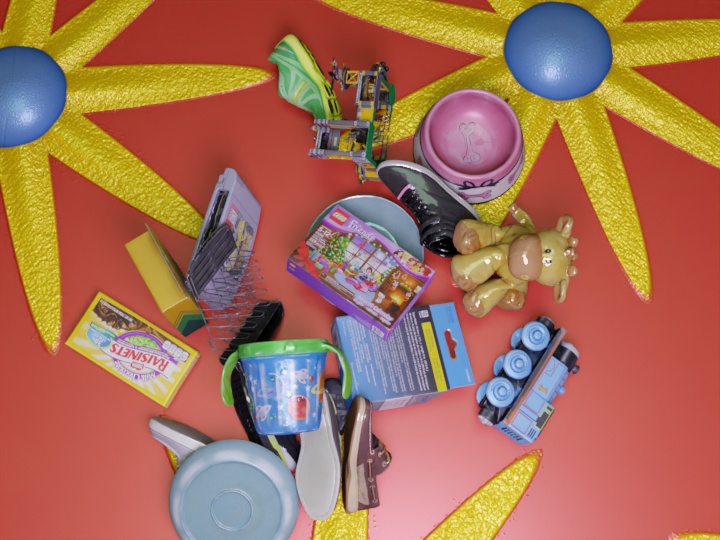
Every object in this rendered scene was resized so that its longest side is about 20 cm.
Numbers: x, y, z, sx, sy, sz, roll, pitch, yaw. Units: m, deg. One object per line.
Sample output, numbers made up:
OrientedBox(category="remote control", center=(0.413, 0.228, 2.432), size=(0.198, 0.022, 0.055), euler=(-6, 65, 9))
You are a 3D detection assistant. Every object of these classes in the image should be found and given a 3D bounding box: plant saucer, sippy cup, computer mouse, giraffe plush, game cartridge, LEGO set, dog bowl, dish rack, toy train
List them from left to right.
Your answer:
OrientedBox(category="game cartridge", center=(-0.216, -0.046, 1.443), size=(0.040, 0.133, 0.203), euler=(11, 72, 15))
OrientedBox(category="plant saucer", center=(-0.190, 0.353, 1.333), size=(0.197, 0.027, 0.204), euler=(0, 101, -1))
OrientedBox(category="dish rack", center=(-0.194, 0.038, 1.375), size=(0.054, 0.202, 0.154), euler=(1, 36, 24))
OrientedBox(category="sippy cup", center=(-0.108, 0.169, 1.298), size=(0.138, 0.177, 0.133), euler=(2, 82, -38))
OrientedBox(category="computer mouse", center=(-0.047, 0.271, 1.403), size=(0.058, 0.034, 0.203), euler=(2, 79, 10))
OrientedBox(category="LEGO set", center=(-0.019, -0.247, 1.496), size=(0.114, 0.154, 0.203), euler=(6, 91, 18))
OrientedBox(category="plant saucer", center=(0.006, -0.024, 1.484), size=(0.198, 0.039, 0.204), euler=(0, 73, 0))
OrientedBox(category="dog bowl", center=(0.188, -0.219, 1.523), size=(0.197, 0.074, 0.203), euler=(0, 73, 1))
OrientedBox(category="giraffe plush", center=(0.258, -0.015, 1.391), size=(0.198, 0.162, 0.175), euler=(-27, 105, -24))
OrientedBox(category="toy train", center=(0.265, 0.172, 1.403), size=(0.114, 0.087, 0.201), euler=(36, 74, 1))

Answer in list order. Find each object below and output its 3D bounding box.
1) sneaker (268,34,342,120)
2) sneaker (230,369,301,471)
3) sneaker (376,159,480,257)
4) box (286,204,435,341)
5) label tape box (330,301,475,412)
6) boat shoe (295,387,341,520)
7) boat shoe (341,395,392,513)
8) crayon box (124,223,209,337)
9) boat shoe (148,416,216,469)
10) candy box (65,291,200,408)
OrientedBox(category="sneaker", center=(-0.096, -0.312, 1.565), size=(0.083, 0.074, 0.202), euler=(-32, 77, 17))
OrientedBox(category="sneaker", center=(-0.141, 0.228, 1.408), size=(0.082, 0.072, 0.202), euler=(-14, 73, -29))
OrientedBox(category="sneaker", center=(0.103, -0.098, 1.455), size=(0.199, 0.071, 0.100), euler=(34, 47, -9))
OrientedBox(category="box", center=(0.000, 0.000, 1.415), size=(0.199, 0.039, 0.137), euler=(34, 58, 12))
OrientedBox(category="label tape box", center=(0.064, 0.137, 1.409), size=(0.197, 0.063, 0.146), euler=(-6, 66, -15))
OrientedBox(category="boat shoe", center=(-0.059, 0.272, 1.356), size=(0.071, 0.061, 0.204), euler=(-9, 77, 16))
OrientedBox(category="boat shoe", center=(0.012, 0.276, 1.338), size=(0.071, 0.072, 0.203), euler=(0, 113, -8))
OrientedBox(category="crayon box", center=(-0.302, 0.018, 1.390), size=(0.050, 0.200, 0.128), euler=(-30, 74, -8))
OrientedBox(category="boat shoe", center=(-0.248, 0.295, 1.374), size=(0.199, 0.070, 0.072), euler=(27, 90, 10))
OrientedBox(category="candy box", center=(-0.369, 0.128, 1.449), size=(0.198, 0.026, 0.103), euler=(29, 79, 9))
